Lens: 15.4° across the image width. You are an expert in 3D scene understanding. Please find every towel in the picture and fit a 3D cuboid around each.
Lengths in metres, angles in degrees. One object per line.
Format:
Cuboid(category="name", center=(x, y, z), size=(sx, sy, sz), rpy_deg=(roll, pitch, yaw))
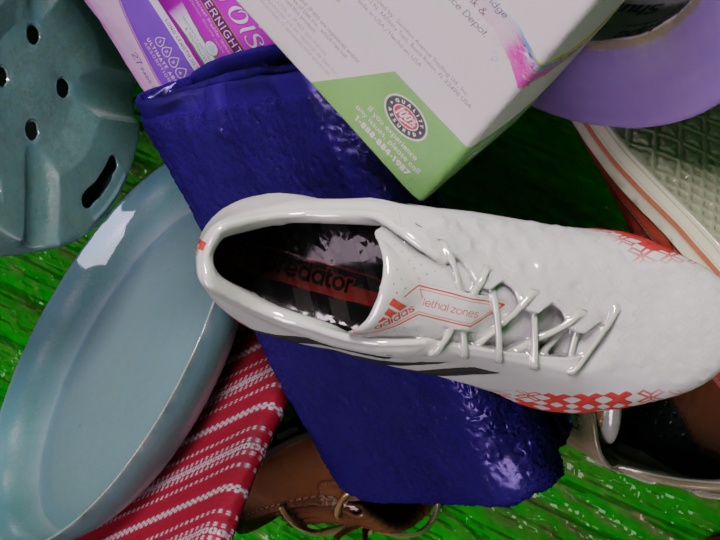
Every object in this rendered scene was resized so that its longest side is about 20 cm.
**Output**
Cuboid(category="towel", center=(0.000, 0.000, 1.067), size=(0.147, 0.049, 0.201), rpy_deg=(-3, 117, 56))
Cuboid(category="towel", center=(-0.071, 0.073, 1.187), size=(0.022, 0.201, 0.144), rpy_deg=(38, 141, -20))

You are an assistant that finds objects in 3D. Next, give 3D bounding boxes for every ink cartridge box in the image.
Cuboid(category="ink cartridge box", center=(0.045, -0.130, 0.907), size=(0.117, 0.067, 0.200), rpy_deg=(48, 139, 5))

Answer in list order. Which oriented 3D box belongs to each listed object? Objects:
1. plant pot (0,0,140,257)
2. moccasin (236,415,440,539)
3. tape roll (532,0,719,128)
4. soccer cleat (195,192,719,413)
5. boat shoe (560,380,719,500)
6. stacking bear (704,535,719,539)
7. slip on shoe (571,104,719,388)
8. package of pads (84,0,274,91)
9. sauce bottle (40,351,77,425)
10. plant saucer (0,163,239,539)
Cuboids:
Cuboid(category="plant pot", center=(-0.219, -0.079, 1.222), size=(0.195, 0.200, 0.201), rpy_deg=(-1, 117, 33))
Cuboid(category="moccasin", center=(0.010, 0.092, 1.223), size=(0.201, 0.074, 0.078), rpy_deg=(-24, 93, 40))
Cuboid(category="tape roll", center=(0.093, -0.159, 0.958), size=(0.199, 0.085, 0.201), rpy_deg=(22, 130, 28))
Cuboid(category="soccer cleat", center=(0.036, 0.010, 0.946), size=(0.199, 0.085, 0.069), rpy_deg=(11, 92, 9))
Cuboid(category="boat shoe", center=(0.110, 0.044, 1.079), size=(0.199, 0.068, 0.075), rpy_deg=(17, 92, 24))
Cuboid(category="stacking bear", center=(0.130, 0.225, 1.107), size=(0.121, 0.200, 0.114), rpy_deg=(36, 136, 16))
Cuboid(category="slip on shoe", center=(0.131, -0.009, 1.007), size=(0.201, 0.074, 0.061), rpy_deg=(57, 140, 24))
Cuboid(category="package of pads", center=(-0.046, -0.116, 1.117), size=(0.120, 0.076, 0.201), rpy_deg=(-27, 99, 49))
Cuboid(category="sauce bottle", center=(-0.104, 0.108, 1.274), size=(0.200, 0.066, 0.066), rpy_deg=(-127, 30, -46))
Cuboid(category="plant saucer", center=(-0.107, 0.040, 1.214), size=(0.027, 0.201, 0.200), rpy_deg=(30, 145, -23))
